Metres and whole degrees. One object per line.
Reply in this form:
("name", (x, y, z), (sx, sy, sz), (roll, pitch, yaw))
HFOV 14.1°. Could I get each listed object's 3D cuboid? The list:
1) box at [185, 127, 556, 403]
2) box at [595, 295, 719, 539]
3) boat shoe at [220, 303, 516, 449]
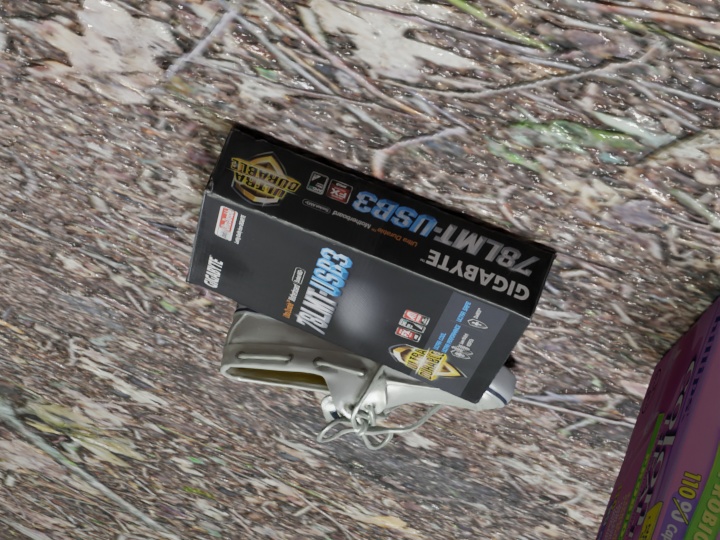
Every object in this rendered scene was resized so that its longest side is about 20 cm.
("box", (0.000, 0.000, 1.706), (0.198, 0.050, 0.200), (21, 162, -1))
("box", (0.202, 0.124, 1.616), (0.096, 0.176, 0.200), (21, 163, -2))
("boat shoe", (-0.002, 0.075, 1.868), (0.201, 0.086, 0.075), (15, 162, 21))
